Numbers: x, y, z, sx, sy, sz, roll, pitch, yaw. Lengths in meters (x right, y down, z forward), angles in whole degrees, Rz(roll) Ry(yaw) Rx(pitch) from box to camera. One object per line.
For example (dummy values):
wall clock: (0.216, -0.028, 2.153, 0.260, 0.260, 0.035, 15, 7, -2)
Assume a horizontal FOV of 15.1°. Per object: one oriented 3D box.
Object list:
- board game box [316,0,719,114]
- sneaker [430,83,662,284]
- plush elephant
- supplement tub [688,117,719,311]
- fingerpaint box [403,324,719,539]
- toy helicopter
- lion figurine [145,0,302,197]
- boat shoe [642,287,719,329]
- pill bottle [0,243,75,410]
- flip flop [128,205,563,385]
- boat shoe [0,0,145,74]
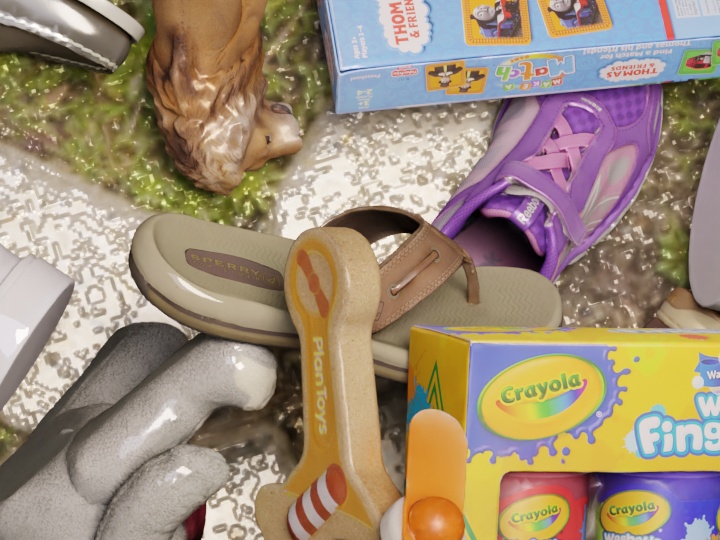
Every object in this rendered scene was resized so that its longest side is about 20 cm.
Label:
board game box: (0.076, -0.151, 1.291, 0.199, 0.037, 0.152, -5, 56, -7)
sneaker: (0.082, -0.034, 1.273, 0.080, 0.088, 0.200, 34, 77, 3)
plush elephant: (-0.089, 0.135, 1.193, 0.200, 0.165, 0.155, -46, 105, -21)
supplement tub: (0.266, -0.019, 1.250, 0.200, 0.145, 0.146, 14, 79, -9)
fingerpaint box: (0.122, 0.108, 1.140, 0.199, 0.073, 0.167, 2, 94, -19)
toy helicopter: (-0.002, 0.082, 1.075, 0.079, 0.132, 0.201, -3, 88, -33)
lion figurine: (-0.072, -0.135, 1.240, 0.072, 0.200, 0.123, 3, 53, 15)
boat shoe: (0.199, 0.099, 1.273, 0.200, 0.072, 0.072, 44, 90, 5)
pill bottle: (-0.235, -0.014, 1.226, 0.200, 0.112, 0.112, 32, 78, 1)
flip flop: (0.000, 0.000, 1.158, 0.200, 0.081, 0.058, 12, 119, -21)
boat shoe: (-0.202, -0.126, 1.272, 0.201, 0.072, 0.060, 19, 78, 5)
